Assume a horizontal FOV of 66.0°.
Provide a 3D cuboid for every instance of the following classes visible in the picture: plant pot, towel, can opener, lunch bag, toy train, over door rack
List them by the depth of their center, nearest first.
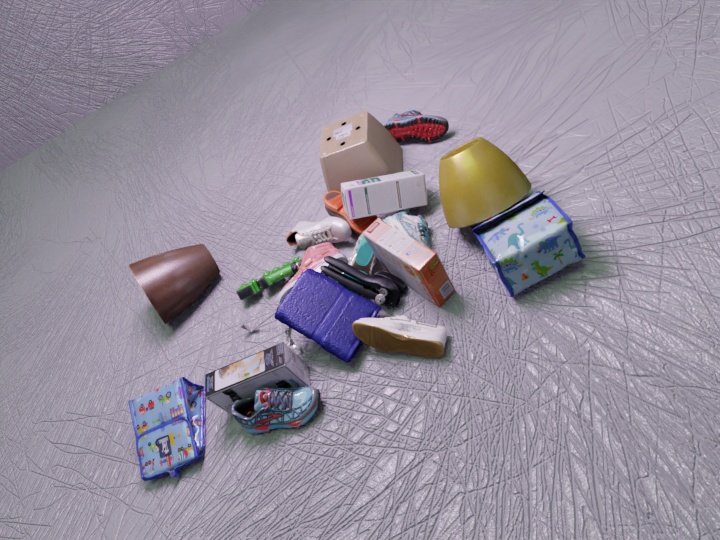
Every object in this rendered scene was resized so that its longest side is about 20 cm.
[{"bbox_3d":[0.330,-0.075,1.137,0.170,0.128,0.200,-28,32,11],"label":"lunch bag"},{"bbox_3d":[0.250,-0.204,1.212,0.199,0.142,0.200,-29,15,8],"label":"plant pot"},{"bbox_3d":[-0.072,0.097,1.222,0.199,0.050,0.148,30,65,10],"label":"towel"},{"bbox_3d":[0.002,0.025,1.242,0.199,0.064,0.079,20,21,6],"label":"can opener"},{"bbox_3d":[-0.429,0.369,1.253,0.150,0.094,0.201,-25,57,9],"label":"lunch bag"},{"bbox_3d":[-0.202,0.162,1.297,0.199,0.067,0.148,-25,43,27],"label":"over door rack"},{"bbox_3d":[-0.232,0.021,1.431,0.199,0.042,0.056,-26,10,10],"label":"toy train"},{"bbox_3d":[-0.009,-0.300,1.482,0.199,0.177,0.201,-16,48,19],"label":"plant pot"},{"bbox_3d":[-0.499,0.015,1.530,0.200,0.187,0.187,-32,42,-18],"label":"plant pot"}]

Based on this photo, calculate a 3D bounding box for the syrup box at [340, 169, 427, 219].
[{"bbox_3d":[0.056,-0.187,1.356,0.199,0.082,0.079,-11,19,-6],"label":"syrup box"}]

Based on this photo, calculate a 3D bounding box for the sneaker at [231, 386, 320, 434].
[{"bbox_3d":[-0.180,0.284,1.152,0.199,0.096,0.080,-22,46,14],"label":"sneaker"}]

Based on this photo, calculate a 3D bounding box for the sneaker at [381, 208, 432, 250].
[{"bbox_3d":[0.127,-0.089,1.297,0.086,0.078,0.200,-35,44,-5],"label":"sneaker"}]

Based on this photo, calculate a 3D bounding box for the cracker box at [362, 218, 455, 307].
[{"bbox_3d":[0.104,-0.020,1.209,0.058,0.134,0.200,-45,45,-10],"label":"cracker box"}]

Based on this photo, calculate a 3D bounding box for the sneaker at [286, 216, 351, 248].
[{"bbox_3d":[-0.111,-0.085,1.431,0.199,0.073,0.085,-3,35,42],"label":"sneaker"}]

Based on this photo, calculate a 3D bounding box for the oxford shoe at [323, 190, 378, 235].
[{"bbox_3d":[-0.014,-0.128,1.428,0.071,0.073,0.200,-35,60,-23],"label":"oxford shoe"}]

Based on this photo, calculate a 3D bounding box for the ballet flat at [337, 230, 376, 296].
[{"bbox_3d":[0.000,0.000,1.304,0.072,0.072,0.201,14,72,38],"label":"ballet flat"}]

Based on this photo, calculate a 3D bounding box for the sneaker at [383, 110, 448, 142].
[{"bbox_3d":[0.157,-0.416,1.539,0.199,0.079,0.096,8,54,32],"label":"sneaker"}]

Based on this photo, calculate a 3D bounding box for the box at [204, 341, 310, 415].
[{"bbox_3d":[-0.223,0.240,1.203,0.199,0.117,0.060,-22,48,11],"label":"box"}]

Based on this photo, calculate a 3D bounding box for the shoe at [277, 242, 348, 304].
[{"bbox_3d":[-0.130,0.010,1.375,0.200,0.072,0.091,-36,43,-8],"label":"shoe"}]

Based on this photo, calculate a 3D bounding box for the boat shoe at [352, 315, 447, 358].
[{"bbox_3d":[0.082,0.127,1.148,0.199,0.071,0.069,11,45,19],"label":"boat shoe"}]
